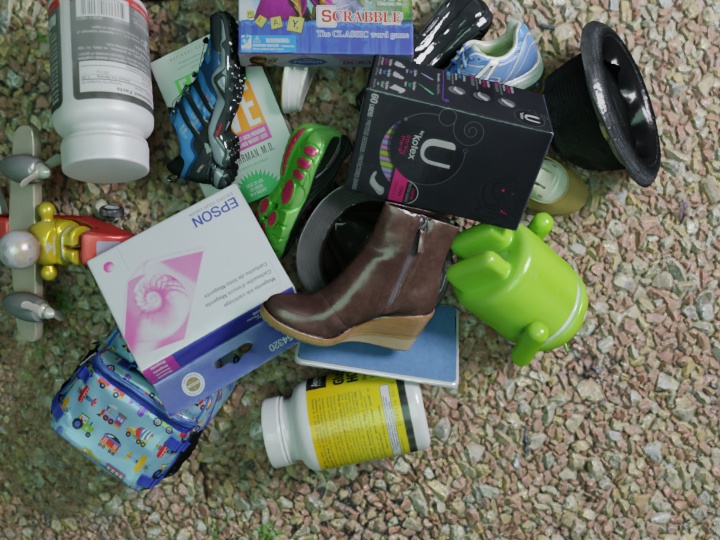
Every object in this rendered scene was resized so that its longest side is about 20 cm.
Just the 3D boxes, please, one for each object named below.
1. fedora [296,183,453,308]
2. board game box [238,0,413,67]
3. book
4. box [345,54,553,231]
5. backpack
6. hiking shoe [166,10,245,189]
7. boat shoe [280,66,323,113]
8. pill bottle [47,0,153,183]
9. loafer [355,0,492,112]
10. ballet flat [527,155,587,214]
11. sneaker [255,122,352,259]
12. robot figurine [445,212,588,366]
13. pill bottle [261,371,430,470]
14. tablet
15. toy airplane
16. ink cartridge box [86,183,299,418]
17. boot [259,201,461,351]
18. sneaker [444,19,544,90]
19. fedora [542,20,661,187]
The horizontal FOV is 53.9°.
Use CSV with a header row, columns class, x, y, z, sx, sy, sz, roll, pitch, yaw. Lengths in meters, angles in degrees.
class,x,y,z,sx,sy,sz,roll,pitch,yaw
fedora,0.015,-0.023,0.867,0.198,0.090,0.179,23,99,-16
board game box,-0.040,-0.335,0.803,0.196,0.041,0.203,-1,85,-5
book,-0.161,-0.185,0.883,0.132,0.048,0.203,-22,99,5
box,0.093,-0.141,0.774,0.197,0.107,0.124,12,126,-2
backpack,-0.252,0.138,0.873,0.182,0.135,0.201,41,95,-3
hiking shoe,-0.183,-0.197,0.821,0.085,0.074,0.204,7,102,2
boat shoe,-0.045,-0.282,0.852,0.068,0.071,0.203,17,93,-4
pill bottle,-0.299,-0.211,0.822,0.112,0.114,0.204,-6,81,2
loafer,0.069,-0.264,0.858,0.200,0.068,0.071,-40,86,0
ballet flat,0.193,-0.123,0.870,0.197,0.063,0.070,25,97,-2
sneaker,-0.066,-0.084,0.847,0.201,0.083,0.077,-55,51,40
robot figurine,0.190,0.021,0.841,0.199,0.178,0.115,34,139,-31
pill bottle,-0.018,0.184,0.883,0.196,0.112,0.114,-12,96,2
tablet,0.024,0.080,0.874,0.196,0.131,0.014,8,133,1
toy airplane,-0.397,-0.040,0.850,0.198,0.141,0.201,-37,99,12
ink cartridge box,-0.182,0.031,0.817,0.195,0.043,0.202,-30,79,-11
boot,0.000,0.000,0.777,0.197,0.073,0.169,10,113,-21
sneaker,0.120,-0.226,0.841,0.198,0.076,0.077,-29,133,0
fedora,0.277,-0.184,0.836,0.091,0.200,0.204,-15,98,39
